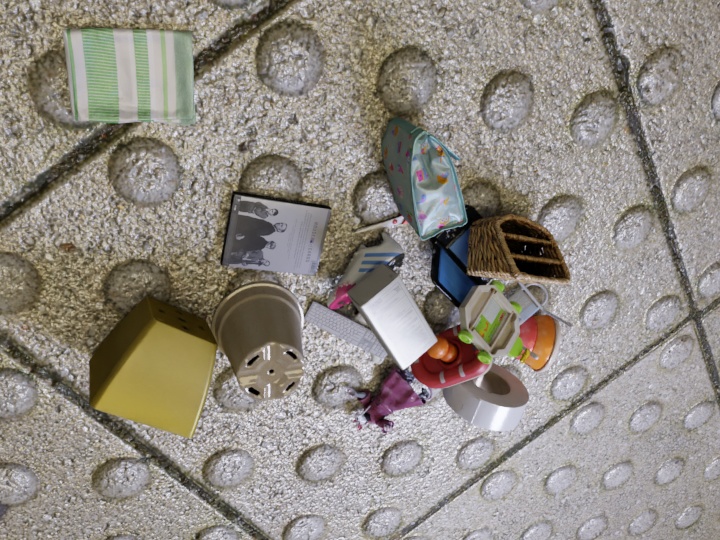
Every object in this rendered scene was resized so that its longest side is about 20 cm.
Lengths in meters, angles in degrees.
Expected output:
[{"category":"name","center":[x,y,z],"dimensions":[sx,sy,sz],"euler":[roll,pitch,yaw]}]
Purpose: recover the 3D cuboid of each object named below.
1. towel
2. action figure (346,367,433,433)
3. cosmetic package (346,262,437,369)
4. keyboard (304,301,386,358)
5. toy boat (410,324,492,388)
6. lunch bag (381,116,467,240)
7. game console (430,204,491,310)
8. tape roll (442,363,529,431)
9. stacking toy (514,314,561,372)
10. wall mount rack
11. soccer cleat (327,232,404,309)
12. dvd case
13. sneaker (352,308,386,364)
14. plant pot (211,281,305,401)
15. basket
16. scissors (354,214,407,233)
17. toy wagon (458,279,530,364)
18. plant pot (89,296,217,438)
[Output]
[{"category":"towel","center":[-0.376,-0.318,0.986],"dimensions":[0.197,0.023,0.155],"euler":[-4,117,-18]},{"category":"action figure","center":[0.058,0.315,1.447],"dimensions":[0.199,0.135,0.149],"euler":[-39,166,17]},{"category":"cosmetic package","center":[0.068,0.097,1.229],"dimensions":[0.103,0.073,0.201],"euler":[-37,123,-9]},{"category":"keyboard","center":[-0.026,0.131,1.305],"dimensions":[0.198,0.011,0.057],"euler":[28,117,-7]},{"category":"toy boat","center":[0.194,0.186,1.359],"dimensions":[0.199,0.132,0.130],"euler":[-27,141,31]},{"category":"lunch bag","center":[0.116,-0.189,1.140],"dimensions":[0.120,0.171,0.202],"euler":[-20,117,-5]},{"category":"game console","center":[0.251,-0.009,1.316],"dimensions":[0.176,0.117,0.200],"euler":[-44,122,6]},{"category":"tape roll","center":[0.301,0.296,1.441],"dimensions":[0.200,0.203,0.072],"euler":[8,115,-23]},{"category":"stacking toy","center":[0.374,0.156,1.463],"dimensions":[0.197,0.146,0.148],"euler":[16,112,-5]},{"category":"wall mount rack","center":[0.385,0.109,1.390],"dimensions":[0.199,0.174,0.075],"euler":[-36,165,-12]},{"category":"soccer cleat","center":[0.000,0.000,1.257],"dimensions":[0.199,0.087,0.070],"euler":[-36,165,-5]},{"category":"dvd case","center":[-0.168,-0.069,1.189],"dimensions":[0.197,0.025,0.152],"euler":[6,114,-23]},{"category":"sneaker","center":[0.023,0.119,1.335],"dimensions":[0.080,0.075,0.203],"euler":[-3,116,-2]},{"category":"plant pot","center":[-0.192,0.156,1.203],"dimensions":[0.197,0.184,0.203],"euler":[-8,119,-15]},{"category":"basket","center":[0.347,-0.048,1.281],"dimensions":[0.198,0.148,0.145],"euler":[7,88,-35]},{"category":"scissors","center":[0.085,-0.102,1.268],"dimensions":[0.198,0.014,0.074],"euler":[-30,123,-5]},{"category":"toy wagon","center":[0.295,0.127,1.300],"dimensions":[0.200,0.039,0.156],"euler":[47,65,-18]},{"category":"plant pot","center":[-0.384,0.170,1.146],"dimensions":[0.199,0.200,0.178],"euler":[28,94,-29]}]
